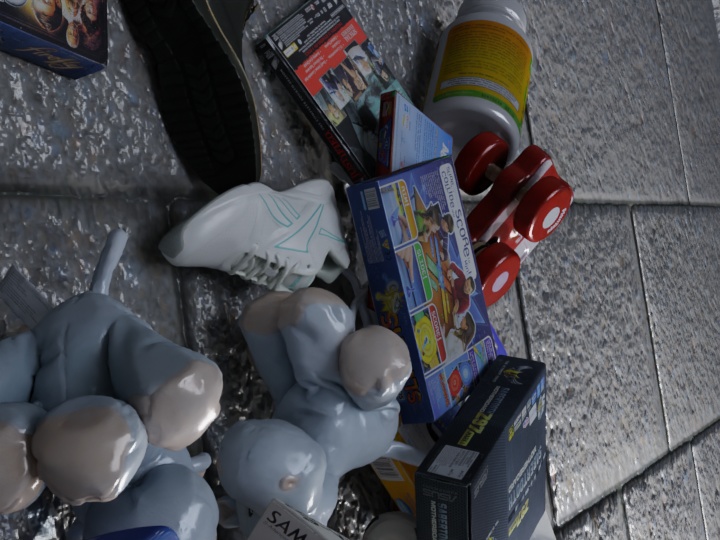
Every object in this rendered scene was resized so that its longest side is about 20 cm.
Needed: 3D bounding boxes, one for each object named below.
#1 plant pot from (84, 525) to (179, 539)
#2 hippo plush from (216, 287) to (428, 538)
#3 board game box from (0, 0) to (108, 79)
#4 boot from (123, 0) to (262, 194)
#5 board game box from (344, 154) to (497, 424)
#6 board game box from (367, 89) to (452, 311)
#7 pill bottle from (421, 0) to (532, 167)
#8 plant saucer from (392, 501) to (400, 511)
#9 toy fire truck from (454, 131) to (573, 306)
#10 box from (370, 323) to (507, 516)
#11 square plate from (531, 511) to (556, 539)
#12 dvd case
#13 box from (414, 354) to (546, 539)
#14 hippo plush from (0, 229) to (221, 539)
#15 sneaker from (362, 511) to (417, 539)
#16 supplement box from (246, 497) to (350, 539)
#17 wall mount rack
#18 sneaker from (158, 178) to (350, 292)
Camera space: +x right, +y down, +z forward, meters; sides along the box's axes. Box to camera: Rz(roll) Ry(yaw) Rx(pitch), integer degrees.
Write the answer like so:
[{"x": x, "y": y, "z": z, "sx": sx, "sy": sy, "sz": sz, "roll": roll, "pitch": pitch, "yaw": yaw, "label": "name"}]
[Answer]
[{"x": -0.174, "y": 0.259, "z": 0.571, "sx": 0.200, "sy": 0.178, "sz": 0.202, "roll": -42, "pitch": 117, "yaw": -57, "label": "plant pot"}, {"x": -0.054, "y": 0.123, "z": 0.899, "sx": 0.161, "sy": 0.158, "sz": 0.201, "roll": -51, "pitch": 150, "yaw": -27, "label": "hippo plush"}, {"x": -0.239, "y": -0.215, "z": 0.750, "sx": 0.199, "sy": 0.034, "sz": 0.138, "roll": 16, "pitch": 68, "yaw": -58, "label": "board game box"}, {"x": -0.103, "y": -0.174, "z": 0.943, "sx": 0.138, "sy": 0.076, "sz": 0.203, "roll": -44, "pitch": 120, "yaw": -61, "label": "boot"}, {"x": 0.058, "y": 0.012, "z": 1.020, "sx": 0.135, "sy": 0.034, "sz": 0.203, "roll": -23, "pitch": 102, "yaw": -56, "label": "board game box"}, {"x": 0.046, "y": -0.048, "z": 1.069, "sx": 0.103, "sy": 0.019, "sz": 0.203, "roll": 30, "pitch": 58, "yaw": -49, "label": "board game box"}, {"x": 0.132, "y": -0.212, "z": 1.323, "sx": 0.111, "sy": 0.110, "sz": 0.202, "roll": 52, "pitch": 40, "yaw": -39, "label": "pill bottle"}, {"x": 0.086, "y": 0.207, "z": 1.189, "sx": 0.199, "sy": 0.036, "sz": 0.203, "roll": 36, "pitch": 50, "yaw": -51, "label": "plant saucer"}, {"x": 0.142, "y": -0.034, "z": 1.245, "sx": 0.201, "sy": 0.112, "sz": 0.168, "roll": -51, "pitch": 152, "yaw": -2, "label": "toy fire truck"}, {"x": 0.077, "y": 0.125, "z": 1.097, "sx": 0.120, "sy": 0.041, "sz": 0.201, "roll": 59, "pitch": 43, "yaw": -30, "label": "box"}, {"x": 0.135, "y": 0.263, "z": 1.193, "sx": 0.200, "sy": 0.028, "sz": 0.200, "roll": -52, "pitch": 125, "yaw": -53, "label": "square plate"}, {"x": -0.004, "y": -0.155, "z": 1.107, "sx": 0.201, "sy": 0.022, "sz": 0.146, "roll": 52, "pitch": 36, "yaw": -12, "label": "dvd case"}, {"x": 0.106, "y": 0.188, "z": 1.008, "sx": 0.200, "sy": 0.050, "sz": 0.160, "roll": -42, "pitch": 135, "yaw": -54, "label": "box"}, {"x": -0.163, "y": 0.110, "z": 0.703, "sx": 0.158, "sy": 0.200, "sz": 0.163, "roll": -22, "pitch": 126, "yaw": -20, "label": "hippo plush"}, {"x": 0.053, "y": 0.315, "z": 1.016, "sx": 0.130, "sy": 0.078, "sz": 0.202, "roll": -100, "pitch": 180, "yaw": -72, "label": "sneaker"}, {"x": -0.057, "y": 0.270, "z": 0.793, "sx": 0.201, "sy": 0.073, "sz": 0.126, "roll": -57, "pitch": 138, "yaw": -8, "label": "supplement box"}, {"x": 0.000, "y": 0.000, "z": 1.072, "sx": 0.200, "sy": 0.074, "sz": 0.176, "roll": -44, "pitch": 123, "yaw": -56, "label": "wall mount rack"}, {"x": -0.070, "y": -0.021, "z": 0.922, "sx": 0.199, "sy": 0.070, "sz": 0.081, "roll": -12, "pitch": 74, "yaw": -54, "label": "sneaker"}]
